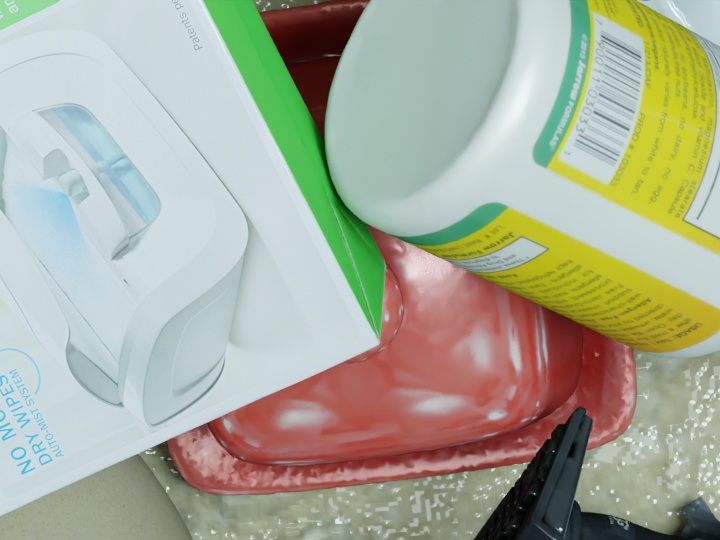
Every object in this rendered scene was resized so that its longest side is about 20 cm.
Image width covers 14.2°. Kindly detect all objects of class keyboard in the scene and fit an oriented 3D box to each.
[{"bbox_3d":[0.032,0.149,1.116,0.021,0.127,0.200,25,134,-6],"label":"keyboard"}]

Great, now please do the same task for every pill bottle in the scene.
[{"bbox_3d":[0.095,-0.035,1.028,0.200,0.113,0.113,24,106,-34],"label":"pill bottle"}]

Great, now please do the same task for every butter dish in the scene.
[{"bbox_3d":[0.000,0.000,1.119,0.200,0.148,0.200,-8,101,7],"label":"butter dish"}]

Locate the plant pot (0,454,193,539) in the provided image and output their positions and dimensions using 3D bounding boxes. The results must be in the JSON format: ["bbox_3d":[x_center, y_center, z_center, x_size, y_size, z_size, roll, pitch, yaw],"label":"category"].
[{"bbox_3d":[-0.154,0.115,1.137,0.200,0.200,0.135,-5,96,7],"label":"plant pot"}]

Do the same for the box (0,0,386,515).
[{"bbox_3d":[-0.112,-0.038,0.992,0.176,0.097,0.200,-24,105,9],"label":"box"}]

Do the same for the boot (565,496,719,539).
[{"bbox_3d":[0.132,0.187,1.187,0.162,0.073,0.198,11,104,-2],"label":"boot"}]

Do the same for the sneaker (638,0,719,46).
[{"bbox_3d":[0.132,-0.122,1.128,0.087,0.075,0.200,-29,104,-1],"label":"sneaker"}]
